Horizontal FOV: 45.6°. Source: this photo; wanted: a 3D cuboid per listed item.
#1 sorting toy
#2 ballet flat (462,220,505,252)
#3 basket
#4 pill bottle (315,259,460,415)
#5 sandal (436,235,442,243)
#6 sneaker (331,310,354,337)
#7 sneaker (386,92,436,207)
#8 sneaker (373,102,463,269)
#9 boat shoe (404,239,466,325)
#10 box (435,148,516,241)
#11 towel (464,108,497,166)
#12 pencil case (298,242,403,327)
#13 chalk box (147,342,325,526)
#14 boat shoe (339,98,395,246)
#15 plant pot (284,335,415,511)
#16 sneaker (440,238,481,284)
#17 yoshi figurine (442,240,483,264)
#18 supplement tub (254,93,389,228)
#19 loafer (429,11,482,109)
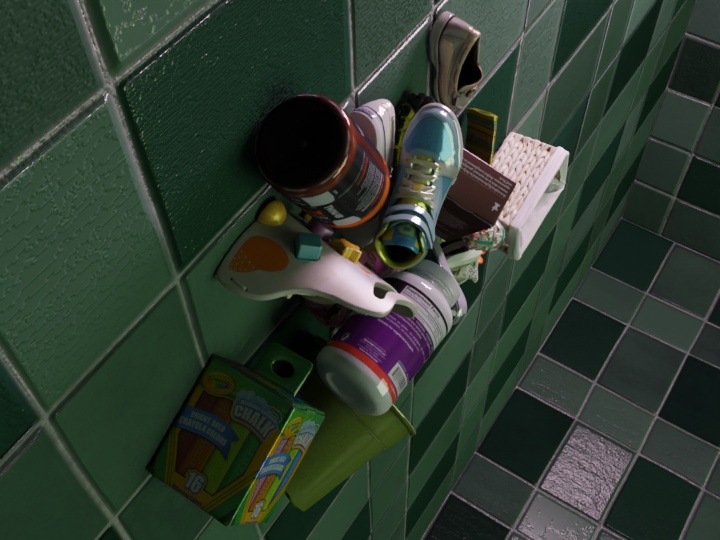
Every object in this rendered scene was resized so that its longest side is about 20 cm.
[{"bbox_3d":[-0.027,0.009,0.971,0.107,0.180,0.200,-64,160,6],"label":"sorting toy"},{"bbox_3d":[0.154,-0.090,1.346,0.064,0.200,0.076,-5,117,-22],"label":"ballet flat"},{"bbox_3d":[0.297,-0.146,1.643,0.200,0.123,0.136,-55,159,-16],"label":"basket"},{"bbox_3d":[0.041,0.080,1.097,0.200,0.112,0.113,-49,156,-26],"label":"pill bottle"},{"bbox_3d":[0.112,-0.109,1.315,0.048,0.075,0.201,17,90,-35],"label":"sandal"},{"bbox_3d":[0.031,0.056,1.261,0.200,0.075,0.081,-34,-162,49],"label":"sneaker"},{"bbox_3d":[0.060,-0.132,1.152,0.200,0.078,0.085,-63,160,-1],"label":"sneaker"},{"bbox_3d":[0.070,-0.090,1.018,0.131,0.079,0.200,-64,166,-63],"label":"sneaker"},{"bbox_3d":[0.089,-0.003,1.263,0.057,0.200,0.069,1,135,-35],"label":"boat shoe"},{"bbox_3d":[0.126,-0.103,1.186,0.075,0.100,0.200,-59,-172,-7],"label":"box"},{"bbox_3d":[0.183,-0.154,1.366,0.018,0.086,0.201,-2,108,-19],"label":"towel"},{"bbox_3d":[0.000,0.000,1.171,0.200,0.086,0.083,-39,107,-48],"label":"pencil case"},{"bbox_3d":[-0.132,0.184,1.023,0.200,0.125,0.124,-62,160,-5],"label":"chalk box"},{"bbox_3d":[0.013,-0.122,1.074,0.070,0.071,0.200,-40,144,-40],"label":"boat shoe"},{"bbox_3d":[-0.059,0.228,1.207,0.190,0.200,0.200,-45,157,-10],"label":"plant pot"},{"bbox_3d":[0.114,0.019,1.366,0.200,0.077,0.089,-22,115,-14],"label":"sneaker"},{"bbox_3d":[0.162,-0.067,1.492,0.113,0.112,0.200,59,37,-24],"label":"yoshi figurine"},{"bbox_3d":[-0.030,-0.106,0.926,0.107,0.107,0.200,-62,159,-2],"label":"supplement tub"},{"bbox_3d":[0.139,-0.275,1.184,0.072,0.063,0.200,-59,159,-11],"label":"loafer"}]
